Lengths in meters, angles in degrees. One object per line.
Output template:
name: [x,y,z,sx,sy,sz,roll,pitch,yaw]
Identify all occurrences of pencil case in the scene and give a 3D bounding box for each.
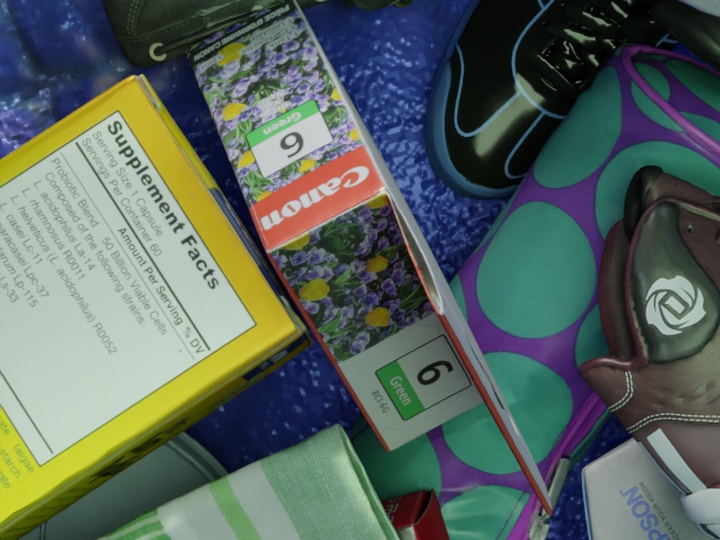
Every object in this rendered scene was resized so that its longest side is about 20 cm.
pencil case: [0.081,0.014,0.931,0.092,0.085,0.200,44,113,28]

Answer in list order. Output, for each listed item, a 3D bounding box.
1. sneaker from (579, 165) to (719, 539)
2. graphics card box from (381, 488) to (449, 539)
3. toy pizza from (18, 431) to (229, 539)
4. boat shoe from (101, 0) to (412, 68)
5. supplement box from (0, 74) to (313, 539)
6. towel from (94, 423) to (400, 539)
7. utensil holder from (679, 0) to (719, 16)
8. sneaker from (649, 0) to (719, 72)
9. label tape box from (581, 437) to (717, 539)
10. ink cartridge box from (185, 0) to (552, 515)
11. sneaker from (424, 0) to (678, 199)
sneaker: [0.155,-0.013,0.846,0.115,0.076,0.200,44,80,0]
graphics card box: [-0.051,0.169,0.921,0.199,0.051,0.126,-15,100,11]
toy pizza: [-0.129,0.142,0.971,0.199,0.032,0.201,-1,97,-6]
boat shoe: [-0.005,-0.127,0.944,0.199,0.069,0.057,-14,117,-4]
supplement box: [-0.129,0.034,0.888,0.200,0.110,0.109,-33,86,-2]
towel: [-0.063,0.164,0.883,0.199,0.023,0.153,-25,97,11]
utensil holder: [0.092,-0.194,0.819,0.169,0.200,0.171,-18,127,-26]
sneaker: [0.200,-0.104,0.924,0.200,0.076,0.091,6,114,-44]
label tape box: [0.134,0.102,0.939,0.200,0.144,0.063,-31,66,-3]
ink cartridge box: [0.000,0.000,0.872,0.050,0.200,0.109,-27,129,3]
sneaker: [0.098,-0.110,0.947,0.070,0.078,0.200,36,91,-10]
